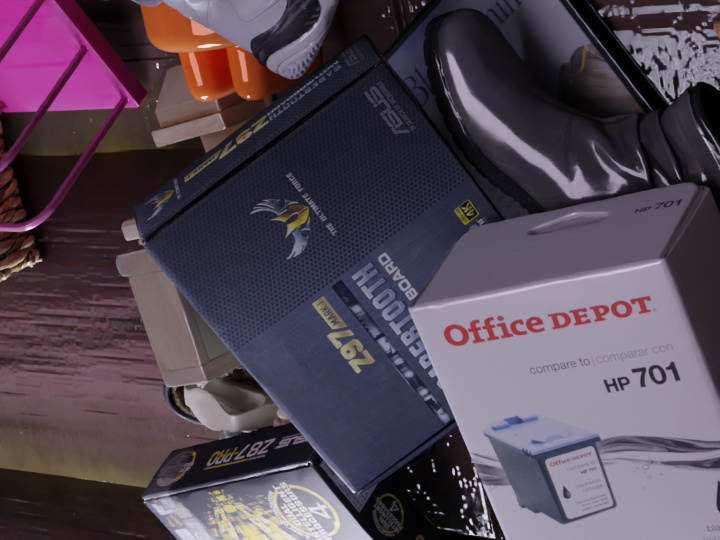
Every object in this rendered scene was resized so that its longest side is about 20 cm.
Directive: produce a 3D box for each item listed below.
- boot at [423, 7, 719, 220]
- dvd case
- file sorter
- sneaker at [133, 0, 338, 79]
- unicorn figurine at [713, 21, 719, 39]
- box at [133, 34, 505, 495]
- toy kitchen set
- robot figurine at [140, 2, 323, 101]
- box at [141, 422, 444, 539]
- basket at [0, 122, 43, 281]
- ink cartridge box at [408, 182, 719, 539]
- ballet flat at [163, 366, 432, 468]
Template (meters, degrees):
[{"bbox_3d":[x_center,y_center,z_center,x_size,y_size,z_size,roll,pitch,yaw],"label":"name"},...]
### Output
[{"bbox_3d":[0.130,-0.070,1.092,0.131,0.070,0.200,-28,102,42],"label":"boot"},{"bbox_3d":[0.103,-0.076,1.163,0.200,0.018,0.143,54,135,9],"label":"dvd case"},{"bbox_3d":[-0.264,-0.133,1.331,0.139,0.126,0.200,2,142,42],"label":"file sorter"},{"bbox_3d":[-0.049,-0.196,1.058,0.115,0.075,0.200,19,124,-5],"label":"sneaker"},{"bbox_3d":[0.234,-0.150,0.983,0.137,0.074,0.201,9,130,29],"label":"unicorn figurine"},{"bbox_3d":[0.000,0.000,1.133,0.157,0.051,0.200,-36,114,5],"label":"box"},{"bbox_3d":[-0.114,-0.033,1.263,0.200,0.180,0.164,-11,101,47],"label":"toy kitchen set"},{"bbox_3d":[-0.076,-0.199,1.199,0.144,0.116,0.201,-128,24,-73],"label":"robot figurine"},{"bbox_3d":[-0.018,0.182,1.325,0.161,0.049,0.200,-14,123,45],"label":"box"},{"bbox_3d":[-0.348,-0.051,1.492,0.199,0.143,0.150,0,110,41],"label":"basket"},{"bbox_3d":[0.133,0.073,1.074,0.146,0.086,0.201,-12,113,31],"label":"ink cartridge box"},{"bbox_3d":[-0.047,0.091,1.341,0.199,0.073,0.073,16,119,36],"label":"ballet flat"}]
